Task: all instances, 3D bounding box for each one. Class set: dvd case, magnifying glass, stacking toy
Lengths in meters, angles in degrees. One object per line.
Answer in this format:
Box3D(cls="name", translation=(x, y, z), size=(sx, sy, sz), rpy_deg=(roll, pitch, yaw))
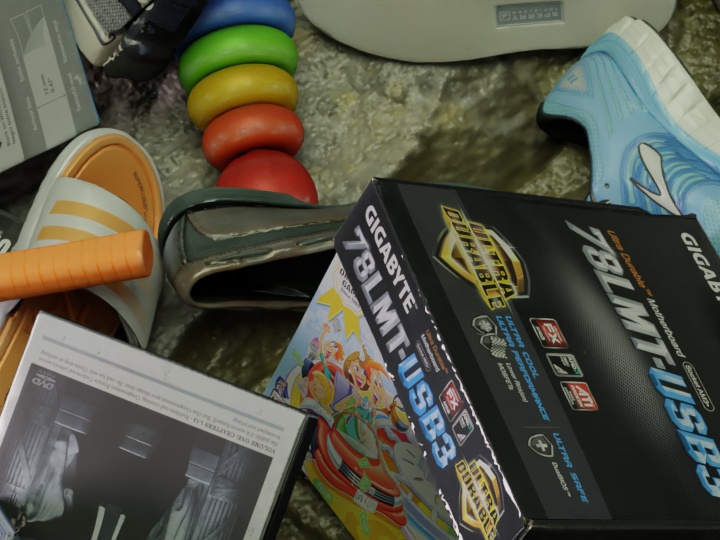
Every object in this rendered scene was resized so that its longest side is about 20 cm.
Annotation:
Box3D(cls="dvd case", translation=(-0.120, 0.137, 1.237), size=(0.150, 0.025, 0.201), rpy_deg=(19, 88, 21))
Box3D(cls="magnifying glass", translation=(-0.197, 0.007, 1.271), size=(0.199, 0.022, 0.080), rpy_deg=(-8, 42, 9))
Box3D(cls="stacking toy", translation=(-0.064, -0.101, 1.379), size=(0.085, 0.085, 0.201), rpy_deg=(-10, 71, -3))

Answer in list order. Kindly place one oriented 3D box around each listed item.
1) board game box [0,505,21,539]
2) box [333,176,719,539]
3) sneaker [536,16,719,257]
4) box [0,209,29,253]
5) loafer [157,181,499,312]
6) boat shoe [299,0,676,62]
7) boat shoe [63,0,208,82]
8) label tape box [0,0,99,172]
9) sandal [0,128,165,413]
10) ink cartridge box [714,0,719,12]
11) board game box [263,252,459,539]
Box3D(cls="board game box", translation=(-0.177, 0.180, 1.159), size=(0.199, 0.062, 0.200), rpy_deg=(15, 59, 21))
Box3D(cls="box", translation=(0.108, 0.051, 1.189), size=(0.198, 0.050, 0.201), rpy_deg=(4, 46, -32))
Box3D(cls="sneaker", translation=(0.161, -0.031, 1.345), size=(0.090, 0.078, 0.200), rpy_deg=(-35, 60, 0))
Box3D(cls="box", translation=(-0.275, 0.034, 1.328), size=(0.158, 0.048, 0.200), rpy_deg=(27, 68, 13))
Box3D(cls="loafer", translation=(0.000, 0.000, 1.309), size=(0.199, 0.072, 0.063), rpy_deg=(0, 34, -8))
Box3D(cls="boat shoe", translation=(0.067, -0.161, 1.406), size=(0.199, 0.072, 0.069), rpy_deg=(-5, 43, 6))
Box3D(cls="boat shoe", translation=(-0.134, -0.201, 1.355), size=(0.075, 0.093, 0.200), rpy_deg=(-10, 61, -50))
Box3D(cls="label tape box", translation=(-0.234, -0.102, 1.280), size=(0.066, 0.144, 0.200), rpy_deg=(2, 24, 43))
Box3D(cls="sandal", translation=(-0.139, 0.029, 1.306), size=(0.059, 0.079, 0.207), rpy_deg=(0, 63, 51))
Box3D(cls="ink cartridge box", translation=(0.229, -0.176, 1.361), size=(0.087, 0.145, 0.201), rpy_deg=(-19, 66, -6))
Box3D(cls="board game box", translation=(0.040, 0.094, 1.243), size=(0.034, 0.135, 0.200), rpy_deg=(-21, 62, -38))
